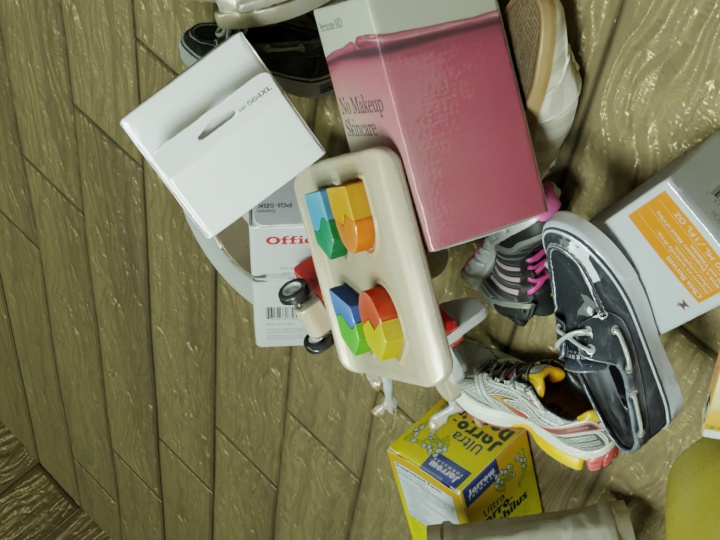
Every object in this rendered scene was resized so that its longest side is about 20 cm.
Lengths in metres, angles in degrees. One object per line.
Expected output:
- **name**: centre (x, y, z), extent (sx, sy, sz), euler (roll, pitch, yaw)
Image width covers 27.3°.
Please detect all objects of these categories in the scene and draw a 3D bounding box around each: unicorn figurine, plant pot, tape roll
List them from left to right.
- **tape roll**: centre (-0.112, -0.051, 1.644), extent (0.202, 0.071, 0.203), euler (38, 151, 25)
- **unicorn figurine**: centre (0.049, 0.098, 1.509), extent (0.074, 0.198, 0.138), euler (-99, 16, -45)
- **plant pot**: centre (0.319, 0.202, 1.169), extent (0.201, 0.198, 0.143), euler (93, 157, -54)

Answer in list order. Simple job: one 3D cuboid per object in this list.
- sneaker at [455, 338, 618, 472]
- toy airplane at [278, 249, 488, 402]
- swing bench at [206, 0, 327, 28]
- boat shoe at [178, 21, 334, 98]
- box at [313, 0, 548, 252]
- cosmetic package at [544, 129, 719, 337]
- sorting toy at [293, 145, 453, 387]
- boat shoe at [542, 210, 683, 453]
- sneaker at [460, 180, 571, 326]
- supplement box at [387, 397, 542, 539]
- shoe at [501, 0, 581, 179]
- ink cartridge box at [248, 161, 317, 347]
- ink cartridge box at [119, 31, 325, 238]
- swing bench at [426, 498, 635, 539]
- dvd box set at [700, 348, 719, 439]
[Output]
- **sneaker**: centre (0.162, 0.109, 1.415), extent (0.199, 0.078, 0.083), euler (25, 140, 27)
- **toy airplane**: centre (0.039, 0.018, 1.334), extent (0.199, 0.141, 0.200), euler (39, 150, 6)
- **swing bench**: centre (-0.125, -0.324, 1.239), extent (0.199, 0.129, 0.200), euler (27, 144, 40)
- **boat shoe**: centre (-0.102, -0.219, 1.414), extent (0.198, 0.073, 0.069), euler (24, 140, 40)
- **box**: centre (0.053, -0.126, 1.161), extent (0.128, 0.108, 0.202), euler (10, 117, 69)
- **cosmetic package**: centre (0.234, -0.016, 1.132), extent (0.102, 0.071, 0.200), euler (50, 154, 2)
- **sorting toy**: centre (0.000, 0.000, 1.190), extent (0.200, 0.036, 0.187), euler (-3, 102, 69)
- **boat shoe**: centre (0.182, 0.051, 1.141), extent (0.071, 0.068, 0.201), euler (9, 132, 54)
- **sneaker**: centre (0.150, -0.008, 1.278), extent (0.088, 0.074, 0.200), euler (48, 158, 8)
- **supplement box**: centre (0.120, 0.249, 1.604), extent (0.108, 0.109, 0.201), euler (27, 145, 39)
- **shoe**: centre (0.138, -0.142, 1.161), extent (0.201, 0.053, 0.070), euler (94, 151, -49)
- **ink cartridge box**: centre (-0.037, -0.015, 1.473), extent (0.201, 0.145, 0.083), euler (93, 174, -52)
- **ink cartridge box**: centre (-0.121, -0.119, 1.289), extent (0.126, 0.128, 0.200), euler (53, 180, -11)
- **swing bench**: centre (0.172, 0.313, 1.472), extent (0.130, 0.197, 0.201), euler (-94, -5, -47)
- **dvd box set**: centre (0.328, 0.064, 1.049), extent (0.145, 0.030, 0.201), euler (9, 141, 8)
